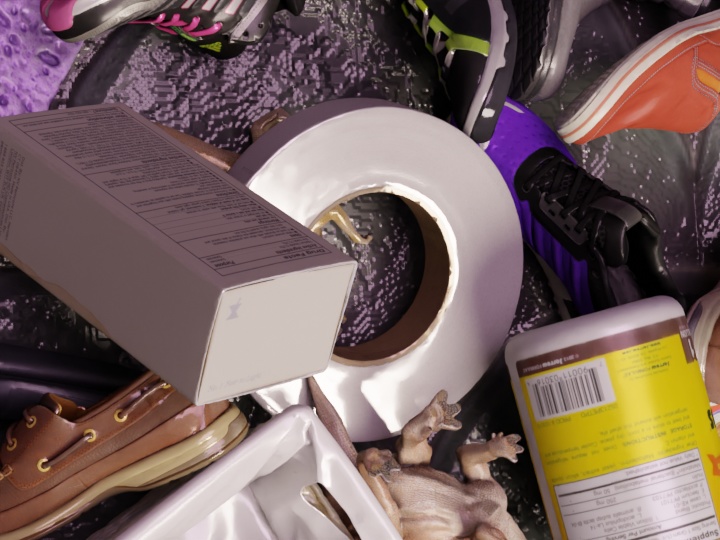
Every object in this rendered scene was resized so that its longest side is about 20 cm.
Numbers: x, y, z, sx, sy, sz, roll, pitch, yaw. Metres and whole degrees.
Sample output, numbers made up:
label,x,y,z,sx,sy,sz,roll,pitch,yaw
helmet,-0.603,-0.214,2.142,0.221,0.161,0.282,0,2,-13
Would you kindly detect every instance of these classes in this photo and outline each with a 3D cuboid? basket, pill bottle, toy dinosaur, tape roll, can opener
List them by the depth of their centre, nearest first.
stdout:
label,x,y,z,sx,sy,sz,roll,pitch,yaw
basket,-0.088,0.185,1.296,0.200,0.123,0.136,-36,97,-24
can opener,-0.196,0.065,1.309,0.199,0.079,0.064,4,42,-26
pill bottle,0.158,0.122,1.348,0.109,0.109,0.201,-13,87,-24
toy dinosaur,0.034,0.148,1.361,0.199,0.136,0.086,29,50,-6
tape roll,0.000,0.000,1.367,0.202,0.037,0.204,-6,105,-23
toy dinosaur,-0.059,-0.050,1.377,0.200,0.058,0.101,45,70,-12

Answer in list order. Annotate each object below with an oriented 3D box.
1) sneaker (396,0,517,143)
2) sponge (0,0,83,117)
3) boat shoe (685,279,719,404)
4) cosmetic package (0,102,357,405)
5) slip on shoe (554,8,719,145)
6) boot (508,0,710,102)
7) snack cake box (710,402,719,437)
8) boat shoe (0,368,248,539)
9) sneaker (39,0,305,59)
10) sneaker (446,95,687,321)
label,x,y,z,sx,sy,sz,roll,pitch,yaw
sneaker,0.046,-0.163,1.424,0.082,0.072,0.201,2,57,-9
sponge,-0.222,-0.129,1.332,0.111,0.030,0.201,31,72,-18
boat shoe,0.261,0.025,1.465,0.200,0.072,0.076,-51,141,-46
cosmetic package,-0.110,-0.014,1.262,0.103,0.200,0.073,-11,127,-45
slip on shoe,0.198,-0.115,1.470,0.200,0.074,0.061,-24,80,-43
boot,0.165,-0.182,1.479,0.131,0.070,0.201,20,69,-21
snack cake box,0.223,0.135,1.469,0.199,0.067,0.116,-11,85,-25
boat shoe,-0.163,0.099,1.270,0.199,0.072,0.068,-24,98,4
sneaker,-0.098,-0.158,1.353,0.200,0.074,0.088,-31,115,-43
sneaker,0.136,-0.035,1.435,0.070,0.099,0.200,-39,95,-23
